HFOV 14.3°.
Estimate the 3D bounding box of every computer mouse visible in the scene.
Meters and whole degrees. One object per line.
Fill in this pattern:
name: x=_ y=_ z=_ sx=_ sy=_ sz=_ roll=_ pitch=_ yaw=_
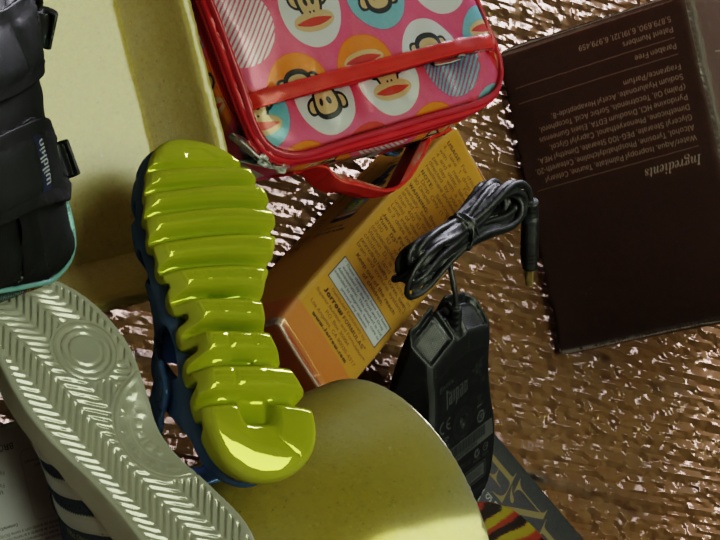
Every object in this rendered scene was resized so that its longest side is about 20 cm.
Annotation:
computer mouse: x=0.056 y=0.041 z=1.662 sx=0.140 sy=0.046 sz=0.201 roll=-40 pitch=136 yaw=-42

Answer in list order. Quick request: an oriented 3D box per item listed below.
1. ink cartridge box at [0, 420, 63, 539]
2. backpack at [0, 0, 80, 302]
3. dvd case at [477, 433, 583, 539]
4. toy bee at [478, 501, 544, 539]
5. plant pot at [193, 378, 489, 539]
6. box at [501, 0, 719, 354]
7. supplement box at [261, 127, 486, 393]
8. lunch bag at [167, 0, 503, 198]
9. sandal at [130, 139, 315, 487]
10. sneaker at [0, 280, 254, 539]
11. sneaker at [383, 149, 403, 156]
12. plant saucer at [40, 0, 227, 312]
ink cartridge box: x=-0.176 y=0.180 z=1.434 sx=0.136 sy=0.076 sz=0.201 roll=-13 pitch=87 yaw=-45
backpack: x=-0.229 y=-0.057 z=1.320 sx=0.200 sy=0.152 sz=0.177 roll=-49 pitch=134 yaw=-73
dvd case: x=0.077 y=0.186 z=1.719 sx=0.200 sy=0.016 sz=0.149 roll=50 pitch=50 yaw=-24
toy bee: x=0.082 y=0.235 z=1.629 sx=0.131 sy=0.108 sz=0.201 roll=68 pitch=38 yaw=-73
plant pot: x=-0.043 y=0.170 z=1.496 sx=0.141 sy=0.200 sz=0.201 roll=-14 pitch=90 yaw=-34
box: x=0.214 y=-0.066 z=1.810 sx=0.165 sy=0.164 sz=0.201 roll=-8 pitch=86 yaw=-45
supplement box: x=0.000 y=0.000 z=1.656 sx=0.069 sy=0.066 sz=0.200 roll=55 pitch=49 yaw=-19
lunch bag: x=-0.019 y=-0.124 z=1.595 sx=0.199 sy=0.082 sz=0.177 roll=-18 pitch=88 yaw=-39
sandal: x=-0.084 y=0.027 z=1.451 sx=0.079 sy=0.087 sz=0.201 roll=7 pitch=59 yaw=-29
sneaker: x=-0.132 y=0.098 z=1.405 sx=0.075 sy=0.085 sz=0.200 roll=-23 pitch=72 yaw=-35
sneaker: x=0.031 y=-0.163 z=1.713 sx=0.071 sy=0.082 sz=0.201 roll=34 pitch=59 yaw=-33
plant saucer: x=-0.173 y=-0.071 z=1.490 sx=0.199 sy=0.048 sz=0.201 roll=-14 pitch=89 yaw=-27
